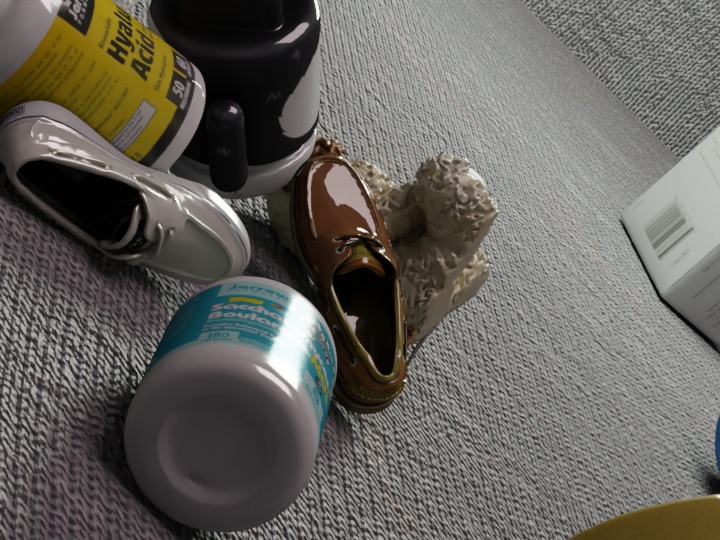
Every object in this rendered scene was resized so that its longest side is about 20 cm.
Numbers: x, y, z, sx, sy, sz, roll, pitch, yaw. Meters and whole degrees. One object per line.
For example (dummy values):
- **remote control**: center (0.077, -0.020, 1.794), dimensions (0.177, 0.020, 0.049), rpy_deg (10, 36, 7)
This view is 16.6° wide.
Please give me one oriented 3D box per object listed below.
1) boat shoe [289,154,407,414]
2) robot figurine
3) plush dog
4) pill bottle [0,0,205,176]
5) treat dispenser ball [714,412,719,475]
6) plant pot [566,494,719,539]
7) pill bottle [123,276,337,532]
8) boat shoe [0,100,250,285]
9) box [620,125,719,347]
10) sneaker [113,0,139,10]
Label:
- **boat shoe**: center (0.000, 0.000, 1.786), dimensions (0.068, 0.072, 0.200), rpy_deg (120, -42, -65)
- **robot figurine**: center (-0.087, -0.143, 1.767), dimensions (0.125, 0.200, 0.150), rpy_deg (33, 51, 29)
- **plush dog**: center (-0.002, -0.025, 1.924), dimensions (0.172, 0.160, 0.200), rpy_deg (37, -16, 13)
- **pill bottle**: center (-0.207, -0.142, 1.624), dimensions (0.200, 0.111, 0.111), rpy_deg (36, 19, -33)
- **treat dispenser ball**: center (0.462, 0.177, 2.512), dimensions (0.201, 0.201, 0.201), rpy_deg (44, 16, -16)
- **plant pot**: center (0.217, 0.257, 1.645), dimensions (0.194, 0.200, 0.196), rpy_deg (24, 28, -57)
- **pill bottle**: center (-0.073, 0.070, 1.475), dimensions (0.111, 0.111, 0.200), rpy_deg (45, 15, -10)
- **boat shoe**: center (-0.150, -0.037, 1.605), dimensions (0.200, 0.072, 0.066), rpy_deg (38, 24, -33)
- **box**: center (0.455, -0.047, 3.051), dimensions (0.131, 0.200, 0.199), rpy_deg (39, 18, -30)
- **sneaker**: center (-0.245, -0.192, 1.758), dimensions (0.200, 0.114, 0.073), rpy_deg (-36, 129, -54)
